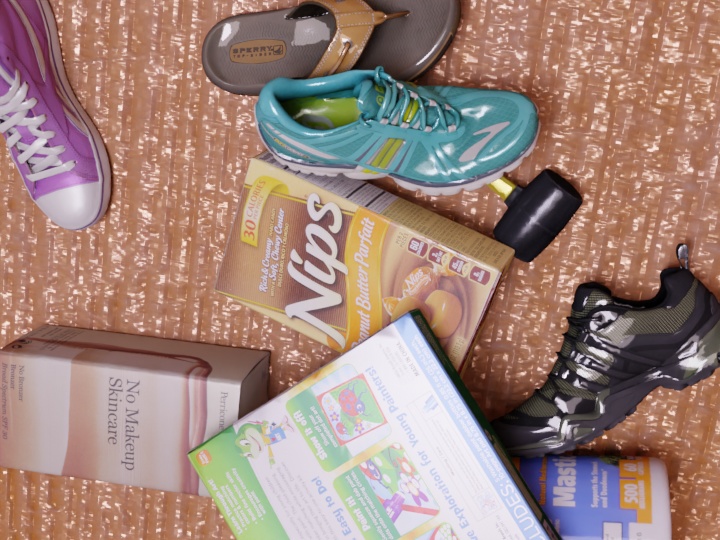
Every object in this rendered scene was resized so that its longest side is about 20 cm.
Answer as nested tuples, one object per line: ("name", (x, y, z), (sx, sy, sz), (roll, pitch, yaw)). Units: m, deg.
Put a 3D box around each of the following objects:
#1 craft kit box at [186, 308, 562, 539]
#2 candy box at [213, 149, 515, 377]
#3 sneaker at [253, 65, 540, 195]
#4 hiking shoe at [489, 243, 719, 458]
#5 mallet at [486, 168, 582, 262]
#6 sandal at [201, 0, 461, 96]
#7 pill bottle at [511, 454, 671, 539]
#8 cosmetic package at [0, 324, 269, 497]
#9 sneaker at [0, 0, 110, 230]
("craft kit box", (0.009, 0.162, 0.799), (0.197, 0.049, 0.201), (-32, 85, 10))
("candy box", (0.000, 0.000, 0.842), (0.199, 0.055, 0.116), (25, 115, 11))
("sneaker", (0.024, -0.100, 0.779), (0.199, 0.080, 0.078), (1, 70, 6))
("hiking shoe", (0.173, 0.062, 0.841), (0.199, 0.076, 0.101), (-30, 88, 7))
("mallet", (0.065, -0.082, 0.841), (0.199, 0.041, 0.066), (33, 110, 7))
("sandal", (-0.027, -0.170, 0.815), (0.199, 0.055, 0.082), (-2, 82, 15))
("pill bottle", (0.128, 0.194, 0.852), (0.199, 0.112, 0.113), (0, 103, 11))
("cosmetic package", (-0.180, 0.111, 0.905), (0.199, 0.087, 0.104), (5, 103, 10))
("sneaker", (-0.260, -0.117, 0.853), (0.072, 0.114, 0.201), (-18, 101, 13))
